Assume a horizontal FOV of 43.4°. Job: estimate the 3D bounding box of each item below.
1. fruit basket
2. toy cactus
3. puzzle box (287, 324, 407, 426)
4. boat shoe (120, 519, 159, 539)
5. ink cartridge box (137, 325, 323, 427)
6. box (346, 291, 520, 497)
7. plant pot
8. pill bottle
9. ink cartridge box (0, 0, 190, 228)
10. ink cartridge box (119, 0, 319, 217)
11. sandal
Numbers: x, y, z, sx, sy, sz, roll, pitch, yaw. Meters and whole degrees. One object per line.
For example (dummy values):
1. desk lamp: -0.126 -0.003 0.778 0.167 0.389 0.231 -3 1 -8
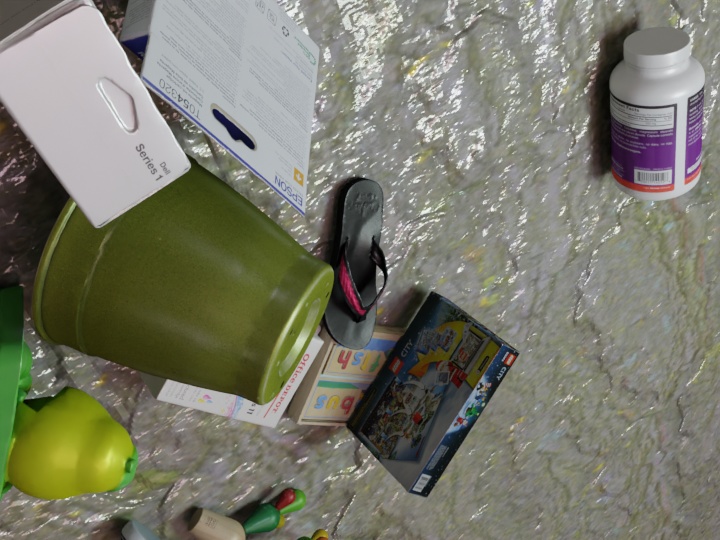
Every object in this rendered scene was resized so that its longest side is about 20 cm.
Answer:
1. fruit basket: -0.298 0.132 0.790 0.215 0.156 0.217 -8 117 -17
2. toy cactus: -0.128 0.337 1.072 0.165 0.102 0.201 37 64 -19
3. puzzle box: 0.015 0.132 1.120 0.199 0.025 0.134 9 110 -40
4. boat shoe: -0.241 0.369 1.033 0.091 0.071 0.201 -39 135 -17
5. ink cartridge box: -0.121 0.094 0.964 0.200 0.067 0.117 23 100 -43
6. box: 0.081 0.142 1.063 0.038 0.137 0.200 26 98 -41
7. plant pot: -0.132 0.013 0.764 0.201 0.192 0.200 -62 171 -17
8. pill bottle: 0.371 -0.195 1.135 0.112 0.112 0.201 -29 130 -20
9. ink cartridge box: -0.220 -0.143 0.654 0.084 0.200 0.145 -35 132 -10
10. ink cartridge box: -0.111 -0.168 0.750 0.043 0.201 0.196 -17 143 30
11. sandal: 0.000 0.000 1.000 0.075 0.045 0.201 -12 116 -38
